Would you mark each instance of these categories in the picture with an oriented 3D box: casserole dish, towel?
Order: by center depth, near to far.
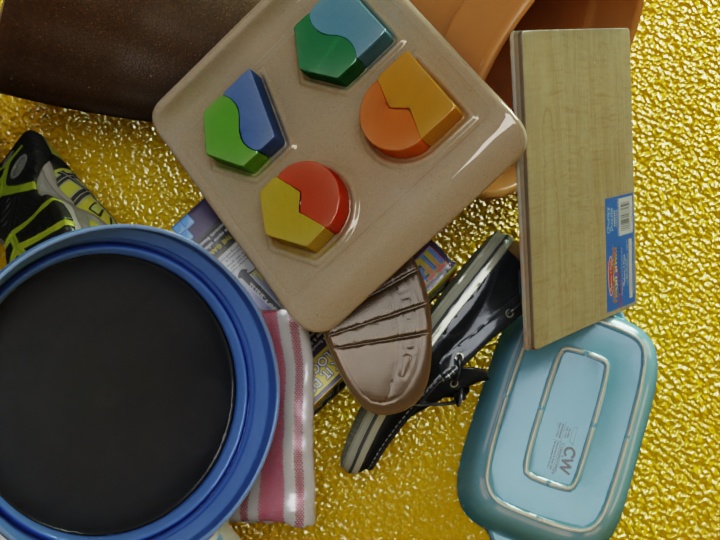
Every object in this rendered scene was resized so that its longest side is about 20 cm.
[{"bbox_3d":[-0.126,0.099,0.757,0.199,0.030,0.147,-2,93,17],"label":"towel"},{"bbox_3d":[0.143,0.106,0.801,0.121,0.039,0.201,19,76,5],"label":"casserole dish"}]

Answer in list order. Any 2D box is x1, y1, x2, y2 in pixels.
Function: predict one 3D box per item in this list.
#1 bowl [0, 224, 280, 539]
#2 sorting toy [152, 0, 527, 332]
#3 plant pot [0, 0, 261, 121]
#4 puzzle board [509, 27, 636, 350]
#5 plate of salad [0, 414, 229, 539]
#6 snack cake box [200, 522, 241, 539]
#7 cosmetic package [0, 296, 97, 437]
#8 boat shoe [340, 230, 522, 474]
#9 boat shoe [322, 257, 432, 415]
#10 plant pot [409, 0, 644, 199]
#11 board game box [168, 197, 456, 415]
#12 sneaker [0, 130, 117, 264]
[{"bbox_3d":[-0.145,0.074,0.669,0.200,0.039,0.202,1,88,-31],"label":"bowl"},{"bbox_3d":[-0.023,-0.091,0.718,0.185,0.036,0.200,-42,69,9],"label":"sorting toy"},{"bbox_3d":[-0.136,-0.181,0.821,0.199,0.187,0.188,20,75,-9],"label":"plant pot"},{"bbox_3d":[0.144,-0.060,0.762,0.017,0.150,0.201,4,102,38],"label":"puzzle board"},{"bbox_3d":[-0.182,0.155,0.743,0.199,0.048,0.201,2,97,17],"label":"plate of salad"},{"bbox_3d":[-0.132,0.261,0.701,0.200,0.067,0.115,-38,97,5],"label":"snack cake box"},{"bbox_3d":[-0.252,0.051,0.747,0.200,0.051,0.083,7,71,44],"label":"cosmetic package"},{"bbox_3d":[0.058,0.066,0.788,0.062,0.075,0.200,39,86,-2],"label":"boat shoe"},{"bbox_3d":[0.000,0.000,0.758,0.071,0.065,0.201,-13,76,-5],"label":"boat shoe"},{"bbox_3d":[0.088,-0.171,0.810,0.140,0.200,0.200,38,77,27],"label":"plant pot"},{"bbox_3d":[-0.057,0.012,0.816,0.200,0.057,0.165,-43,81,-11],"label":"board game box"},{"bbox_3d":[-0.213,-0.031,0.796,0.075,0.076,0.200,-50,40,11],"label":"sneaker"}]
